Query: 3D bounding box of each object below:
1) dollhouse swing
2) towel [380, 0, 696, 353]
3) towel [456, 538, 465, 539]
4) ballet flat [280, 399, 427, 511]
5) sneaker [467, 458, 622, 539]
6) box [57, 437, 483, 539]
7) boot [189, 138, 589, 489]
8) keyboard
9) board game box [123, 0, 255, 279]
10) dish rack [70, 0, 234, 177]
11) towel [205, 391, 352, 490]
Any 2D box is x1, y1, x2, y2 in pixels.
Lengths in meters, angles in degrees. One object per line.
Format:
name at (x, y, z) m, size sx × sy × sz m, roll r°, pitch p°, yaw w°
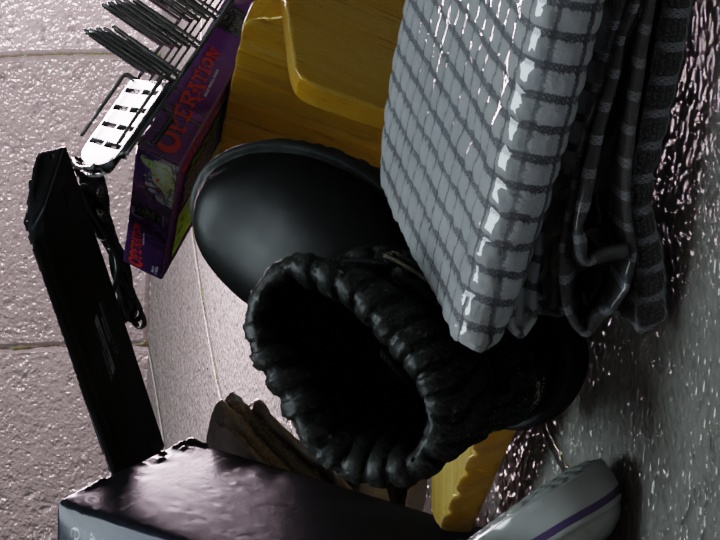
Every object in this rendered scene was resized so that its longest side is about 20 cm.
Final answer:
dollhouse swing at (0.000, 0.000, 1.204) m, size 0.200 × 0.181 × 0.177 m, roll 108°, pitch -179°, yaw -59°
towel at (0.073, -0.079, 0.990) m, size 0.200 × 0.085 × 0.167 m, roll -115°, pitch 33°, yaw -63°
towel at (0.055, 0.213, 1.000) m, size 0.018 × 0.086 × 0.201 m, roll -20°, pitch -58°, yaw -77°
ballet flat at (0.001, 0.085, 1.351) m, size 0.075 × 0.068 × 0.201 m, roll 15°, pitch 133°, yaw 41°
sneaker at (0.074, 0.167, 1.060) m, size 0.114 × 0.073 × 0.201 m, roll 50°, pitch 136°, yaw 13°
box at (-0.045, 0.214, 1.254) m, size 0.123 × 0.197 × 0.201 m, roll -23°, pitch -59°, yaw -56°
boot at (-0.016, 0.010, 1.045) m, size 0.158 × 0.210 × 0.080 m, roll -13°, pitch -54°, yaw -59°
keyboard at (-0.137, 0.025, 1.300) m, size 0.127 × 0.020 × 0.201 m, roll -81°, pitch -18°, yaw -54°
board game box at (-0.067, -0.105, 1.318) m, size 0.201 × 0.032 × 0.120 m, roll -62°, pitch -1°, yaw -30°
dish rack at (-0.089, -0.137, 1.218) m, size 0.201 × 0.054 × 0.153 m, roll -57°, pitch 12°, yaw -4°
towel at (-0.014, 0.160, 1.352) m, size 0.200 × 0.034 × 0.133 m, roll 47°, pitch 156°, yaw 15°
